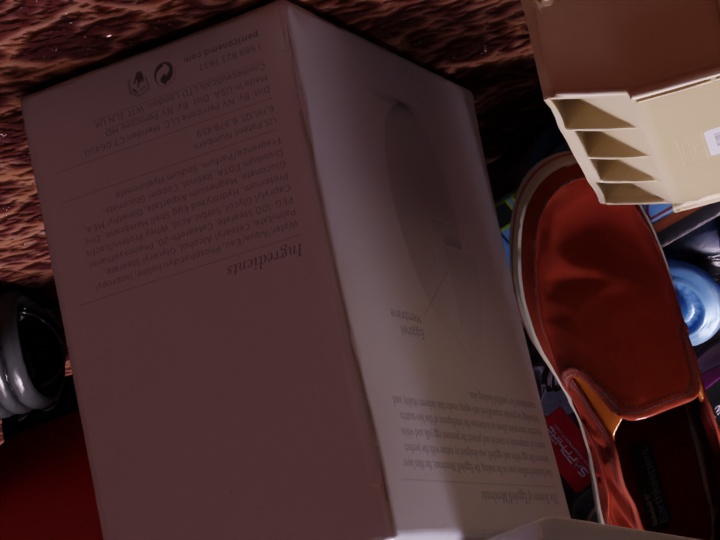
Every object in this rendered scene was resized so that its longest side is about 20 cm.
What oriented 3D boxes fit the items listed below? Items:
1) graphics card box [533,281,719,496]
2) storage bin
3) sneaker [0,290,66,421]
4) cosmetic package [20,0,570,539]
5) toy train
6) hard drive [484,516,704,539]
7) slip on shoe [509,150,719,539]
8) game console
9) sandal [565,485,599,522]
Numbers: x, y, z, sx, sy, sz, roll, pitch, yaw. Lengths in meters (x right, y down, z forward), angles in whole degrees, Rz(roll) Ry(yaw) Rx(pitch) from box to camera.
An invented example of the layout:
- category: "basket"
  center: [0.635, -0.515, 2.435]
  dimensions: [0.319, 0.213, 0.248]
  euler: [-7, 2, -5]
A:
- category: "graphics card box"
  center: [0.125, 0.050, 1.199]
  dimensions: [0.199, 0.126, 0.051]
  euler: [-38, 147, -1]
- category: "storage bin"
  center: [0.162, -0.101, 0.805]
  dimensions: [0.197, 0.095, 0.200]
  euler: [-15, 169, 9]
- category: "sneaker"
  center: [-0.197, 0.064, 1.208]
  dimensions: [0.098, 0.071, 0.200]
  euler: [-9, 164, 1]
- category: "cosmetic package"
  center: [-0.020, 0.024, 0.909]
  dimensions: [0.122, 0.202, 0.199]
  euler: [-18, 167, 21]
- category: "toy train"
  center: [0.130, -0.026, 1.051]
  dimensions: [0.199, 0.114, 0.087]
  euler: [-32, -163, 34]
- category: "hard drive"
  center: [0.049, 0.144, 0.924]
  dimensions: [0.131, 0.027, 0.199]
  euler: [13, 151, -40]
- category: "slip on shoe"
  center: [0.119, 0.044, 0.986]
  dimensions: [0.074, 0.202, 0.061]
  euler: [-19, -172, -18]
- category: "game console"
  center: [-0.113, 0.108, 1.236]
  dimensions: [0.171, 0.120, 0.199]
  euler: [9, 159, -41]
- category: "sandal"
  center: [0.092, 0.137, 1.055]
  dimensions: [0.081, 0.055, 0.200]
  euler: [-23, 178, 13]
